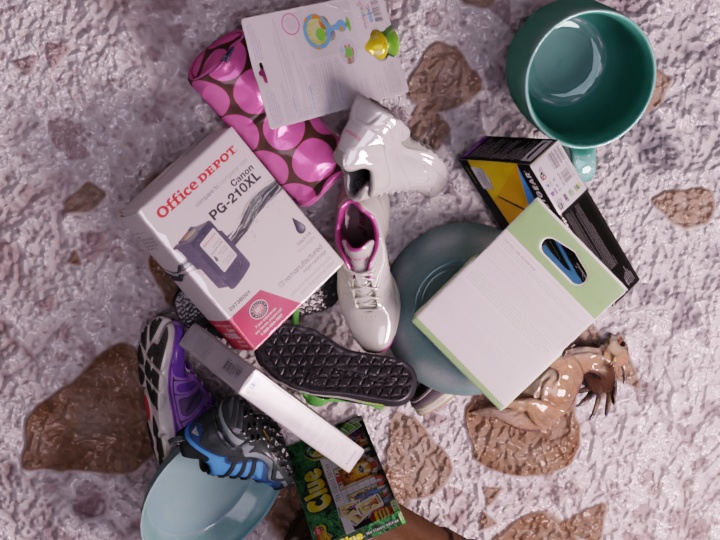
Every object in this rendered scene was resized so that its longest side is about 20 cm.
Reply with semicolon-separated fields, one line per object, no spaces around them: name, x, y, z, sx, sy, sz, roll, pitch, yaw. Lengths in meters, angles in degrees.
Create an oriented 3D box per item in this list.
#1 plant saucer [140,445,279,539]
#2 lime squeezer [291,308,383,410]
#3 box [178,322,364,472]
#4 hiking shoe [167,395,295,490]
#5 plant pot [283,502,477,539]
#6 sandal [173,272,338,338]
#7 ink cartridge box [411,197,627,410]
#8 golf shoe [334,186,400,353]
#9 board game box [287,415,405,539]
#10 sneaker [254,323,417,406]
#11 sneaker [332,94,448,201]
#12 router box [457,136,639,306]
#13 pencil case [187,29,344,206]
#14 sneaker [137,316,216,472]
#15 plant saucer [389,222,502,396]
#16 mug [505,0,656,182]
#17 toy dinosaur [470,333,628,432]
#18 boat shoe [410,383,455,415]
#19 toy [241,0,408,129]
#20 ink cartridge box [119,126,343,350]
plant saucer;-0.179;0.256;1.703;0.199;0.036;0.201;-23;131;-29
lime squeezer;-0.049;0.121;1.703;0.070;0.038;0.200;-26;126;18
box;-0.099;0.143;1.626;0.036;0.144;0.200;-52;129;-6
hiking shoe;-0.139;0.201;1.636;0.086;0.075;0.200;-22;146;10
plant pot;0.017;0.357;1.740;0.198;0.200;0.201;37;99;-12
sandal;-0.122;0.031;1.669;0.199;0.048;0.076;-7;110;-22
ink cartridge box;0.175;0.035;1.600;0.146;0.048;0.200;45;104;1
golf shoe;0.000;0.000;1.633;0.075;0.092;0.201;-6;99;12
board game box;-0.021;0.247;1.677;0.104;0.200;0.024;-26;120;-1
sneaker;-0.032;0.119;1.655;0.199;0.083;0.072;20;76;-11
sneaker;0.024;-0.115;1.589;0.100;0.078;0.200;-54;145;1
router box;0.213;-0.058;1.638;0.051;0.149;0.200;-41;113;-17
pencil case;-0.094;-0.169;1.577;0.094;0.091;0.200;-41;114;0
sneaker;-0.209;0.139;1.682;0.083;0.081;0.201;-15;122;-22
plant saucer;0.118;0.044;1.667;0.199;0.039;0.203;0;89;11
mug;0.230;-0.210;1.608;0.151;0.114;0.186;28;103;-19
toy dinosaur;0.237;0.148;1.759;0.200;0.086;0.136;-40;119;11
boat shoe;0.123;0.086;1.721;0.065;0.072;0.200;43;96;-13
toy;-0.044;-0.224;1.546;0.199;0.047;0.116;-20;97;-36
ink cartridge box;-0.141;-0.035;1.581;0.145;0.084;0.200;-44;105;-17
